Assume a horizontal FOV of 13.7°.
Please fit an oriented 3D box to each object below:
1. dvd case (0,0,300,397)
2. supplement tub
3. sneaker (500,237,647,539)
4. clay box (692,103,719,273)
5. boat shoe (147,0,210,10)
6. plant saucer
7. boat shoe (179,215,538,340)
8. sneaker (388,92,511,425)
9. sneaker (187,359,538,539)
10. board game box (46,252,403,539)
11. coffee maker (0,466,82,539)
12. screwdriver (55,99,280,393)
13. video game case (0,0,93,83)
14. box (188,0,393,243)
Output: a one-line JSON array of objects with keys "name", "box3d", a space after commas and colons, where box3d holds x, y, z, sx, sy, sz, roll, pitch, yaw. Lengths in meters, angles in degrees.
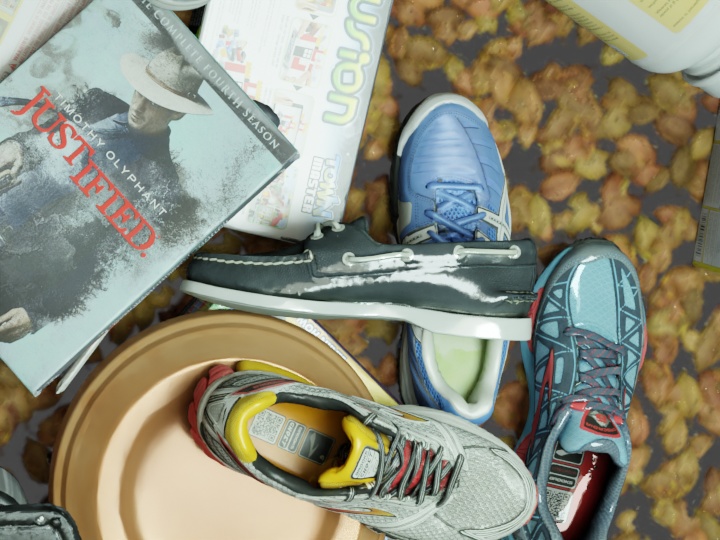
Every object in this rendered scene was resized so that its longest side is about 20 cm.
[{"name": "dvd case", "box3d": [-0.154, -0.050, 1.659, 0.200, 0.022, 0.146, -41, 84, -7]}, {"name": "supplement tub", "box3d": [0.159, -0.204, 1.704, 0.199, 0.145, 0.146, 33, 87, -16]}, {"name": "sneaker", "box3d": [0.137, 0.083, 1.755, 0.079, 0.095, 0.201, 6, 95, -15]}, {"name": "clay box", "box3d": [0.252, -0.046, 1.717, 0.047, 0.200, 0.116, 8, 95, -15]}, {"name": "boat shoe", "box3d": [-0.116, -0.245, 1.654, 0.074, 0.065, 0.203, -9, 86, -22]}, {"name": "plant saucer", "box3d": [-0.075, 0.124, 1.680, 0.199, 0.037, 0.202, -2, 97, -13]}, {"name": "boat shoe", "box3d": [0.000, 0.000, 1.664, 0.199, 0.076, 0.061, 6, 90, -10]}, {"name": "sneaker", "box3d": [0.060, -0.003, 1.736, 0.075, 0.077, 0.202, -5, 96, -12]}, {"name": "sneaker", "box3d": [0.004, 0.109, 1.636, 0.199, 0.082, 0.078, 15, 92, -15]}, {"name": "board game box", "box3d": [-0.054, 0.117, 1.731, 0.200, 0.057, 0.165, 44, 83, -14]}, {"name": "coffee maker", "box3d": [-0.253, 0.155, 1.609, 0.191, 0.200, 0.135, 24, 88, -18]}, {"name": "screwdriver", "box3d": [-0.107, -0.010, 1.679, 0.029, 0.028, 0.201, 31, 84, 13]}, {"name": "video game case", "box3d": [-0.215, -0.147, 1.679, 0.181, 0.023, 0.201, 27, 90, -16]}, {"name": "box", "box3d": [-0.046, -0.120, 1.718, 0.109, 0.035, 0.201, 13, 93, -15]}]
